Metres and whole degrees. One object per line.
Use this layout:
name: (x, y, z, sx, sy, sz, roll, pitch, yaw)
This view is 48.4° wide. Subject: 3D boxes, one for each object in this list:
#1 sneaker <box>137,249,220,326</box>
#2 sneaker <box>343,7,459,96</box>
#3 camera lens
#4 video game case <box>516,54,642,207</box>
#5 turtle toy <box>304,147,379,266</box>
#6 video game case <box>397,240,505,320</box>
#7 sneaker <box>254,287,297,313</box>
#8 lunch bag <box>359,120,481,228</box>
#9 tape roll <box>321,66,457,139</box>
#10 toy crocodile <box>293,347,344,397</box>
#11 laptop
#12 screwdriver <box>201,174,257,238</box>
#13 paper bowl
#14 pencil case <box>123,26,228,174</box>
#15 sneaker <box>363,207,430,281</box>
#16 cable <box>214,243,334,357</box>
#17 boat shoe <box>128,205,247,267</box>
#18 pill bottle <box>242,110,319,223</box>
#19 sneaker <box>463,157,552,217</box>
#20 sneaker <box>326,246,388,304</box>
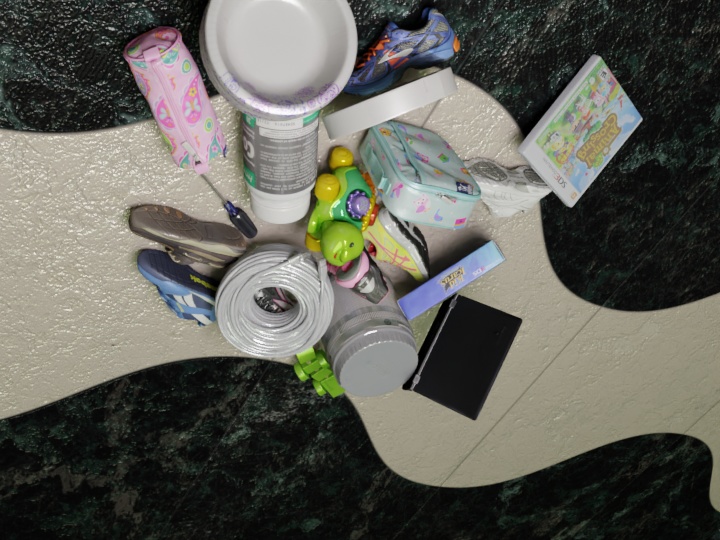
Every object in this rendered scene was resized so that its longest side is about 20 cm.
sneaker: (-0.305, 0.037, 1.349, 0.082, 0.074, 0.200, -37, 133, 17)
sneaker: (0.042, -0.320, 1.164, 0.199, 0.075, 0.079, -27, 122, -3)
camera lens: (0.006, 0.104, 1.440, 0.158, 0.201, 0.161, -11, 134, -11)
video game case: (0.376, -0.232, 1.360, 0.200, 0.022, 0.182, -52, 131, 4)
turtle toy: (-0.027, -0.088, 1.263, 0.100, 0.201, 0.146, 18, 134, 3)
video game case: (0.171, 0.016, 1.462, 0.199, 0.046, 0.181, -33, 175, 10)
sneaker: (-0.153, 0.072, 1.430, 0.080, 0.087, 0.200, -38, 133, 13)
lunch bag: (0.087, -0.151, 1.234, 0.159, 0.201, 0.077, 11, 125, -30)
tape roll: (0.042, -0.239, 1.145, 0.201, 0.203, 0.037, -21, 102, -1)
toy crocodile: (-0.080, 0.196, 1.599, 0.067, 0.062, 0.200, -31, 139, 8)
laptop: (0.173, 0.151, 1.415, 0.115, 0.200, 0.188, 28, 81, 0)
screwdriver: (-0.222, -0.119, 1.272, 0.028, 0.029, 0.200, -29, 131, 7)
paper bowl: (-0.111, -0.298, 1.053, 0.199, 0.104, 0.203, -2, 95, -17)
pencil case: (-0.253, -0.233, 1.110, 0.087, 0.088, 0.201, -19, 134, -3)
sneaker: (0.062, -0.042, 1.426, 0.090, 0.079, 0.200, -20, 136, 20)
cable: (-0.143, 0.052, 1.337, 0.198, 0.069, 0.201, -8, 122, -1)
boat shoe: (-0.280, -0.043, 1.283, 0.199, 0.075, 0.074, 17, 123, -31)
pill bottle: (-0.119, -0.176, 1.193, 0.112, 0.114, 0.201, -7, 133, -15)
sneaker: (0.238, -0.133, 1.402, 0.198, 0.078, 0.100, 7, 132, -25)
sneaker: (0.000, 0.000, 1.340, 0.095, 0.200, 0.079, 37, 101, -19)
